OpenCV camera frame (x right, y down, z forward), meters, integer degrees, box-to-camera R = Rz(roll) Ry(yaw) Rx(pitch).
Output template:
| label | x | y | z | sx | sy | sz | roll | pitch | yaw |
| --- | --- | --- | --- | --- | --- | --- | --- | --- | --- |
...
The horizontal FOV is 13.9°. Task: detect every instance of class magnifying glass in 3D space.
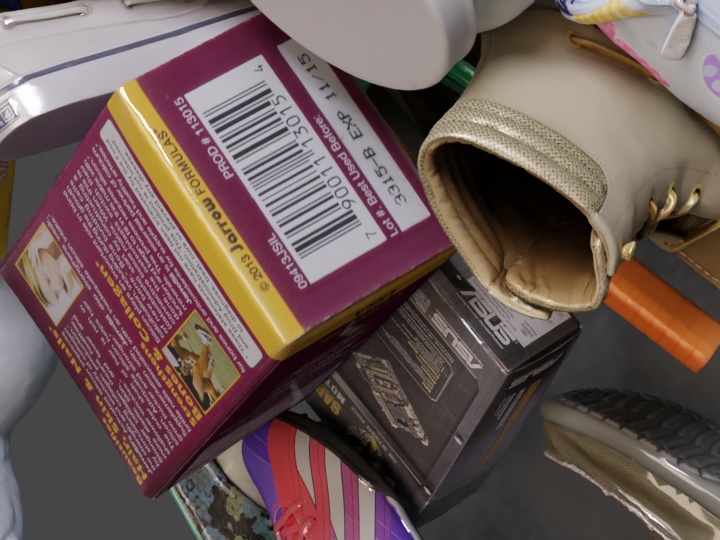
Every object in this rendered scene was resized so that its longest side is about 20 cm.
| label | x | y | z | sx | sy | sz | roll | pitch | yaw |
| --- | --- | --- | --- | --- | --- | --- | --- | --- | --- |
| magnifying glass | 0.073 | -0.027 | 1.273 | 0.200 | 0.080 | 0.022 | 39 | 142 | 2 |

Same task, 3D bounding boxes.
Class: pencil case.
| label | x | y | z | sx | sy | sz | roll | pitch | yaw |
| --- | --- | --- | --- | --- | --- | --- | --- | --- | --- |
| pencil case | 0.173 | -0.080 | 1.164 | 0.200 | 0.091 | 0.083 | 36 | 95 | -19 |

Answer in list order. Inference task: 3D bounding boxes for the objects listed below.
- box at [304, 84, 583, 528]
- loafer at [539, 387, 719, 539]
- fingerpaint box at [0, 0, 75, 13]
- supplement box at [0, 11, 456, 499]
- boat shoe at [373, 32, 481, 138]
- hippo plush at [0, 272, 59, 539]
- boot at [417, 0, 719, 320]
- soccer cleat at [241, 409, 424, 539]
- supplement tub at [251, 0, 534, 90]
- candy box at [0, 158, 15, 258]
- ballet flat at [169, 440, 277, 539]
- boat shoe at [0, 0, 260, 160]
| label | x | y | z | sx | sy | sz | roll | pitch | yaw |
| --- | --- | --- | --- | --- | --- | --- | --- | --- | --- |
| box | 0.000 | 0.000 | 1.340 | 0.200 | 0.048 | 0.159 | 51 | 150 | 16 |
| loafer | 0.155 | 0.117 | 1.282 | 0.200 | 0.075 | 0.070 | 32 | 110 | 25 |
| fingerpaint box | -0.142 | -0.171 | 1.372 | 0.073 | 0.166 | 0.201 | 20 | 108 | 34 |
| supplement box | -0.060 | -0.006 | 1.272 | 0.131 | 0.103 | 0.200 | 56 | 150 | 6 |
| boat shoe | 0.023 | -0.068 | 1.346 | 0.076 | 0.071 | 0.201 | -40 | 75 | 45 |
| hippo plush | -0.223 | 0.071 | 1.474 | 0.200 | 0.159 | 0.162 | 25 | 101 | 48 |
| boot | 0.113 | -0.021 | 1.181 | 0.200 | 0.156 | 0.073 | 45 | 124 | -13 |
| soccer cleat | 0.000 | 0.144 | 1.344 | 0.200 | 0.073 | 0.068 | 46 | 156 | 23 |
| supplement tub | 0.042 | -0.184 | 1.155 | 0.140 | 0.200 | 0.141 | 33 | 159 | 15 |
| candy box | -0.213 | -0.108 | 1.492 | 0.102 | 0.026 | 0.201 | 4 | 88 | 35 |
| ballet flat | -0.074 | 0.067 | 1.433 | 0.074 | 0.074 | 0.201 | -39 | 79 | 32 |
| boat shoe | -0.102 | -0.105 | 1.340 | 0.066 | 0.199 | 0.072 | 61 | 141 | 10 |
